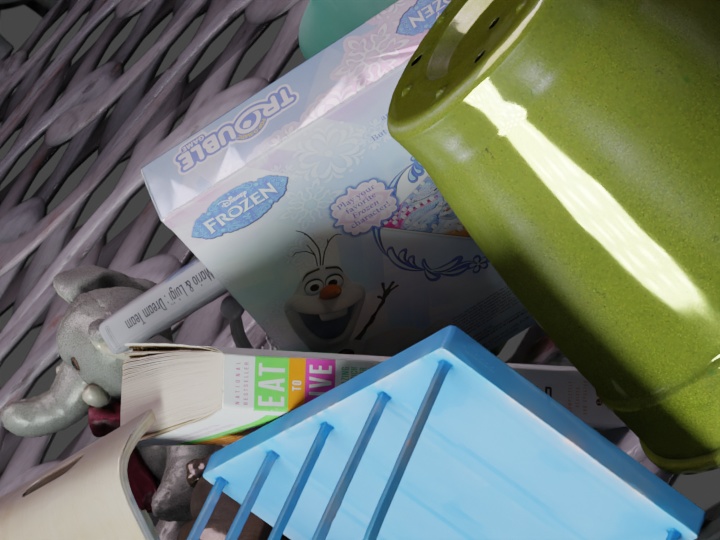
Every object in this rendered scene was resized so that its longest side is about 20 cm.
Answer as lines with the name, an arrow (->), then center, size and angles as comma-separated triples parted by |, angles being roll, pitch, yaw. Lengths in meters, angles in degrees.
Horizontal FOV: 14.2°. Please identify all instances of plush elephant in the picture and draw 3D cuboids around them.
plush elephant -> -0.138, 0.081, 1.755 | 0.200, 0.155, 0.165 | -51, 15, 1

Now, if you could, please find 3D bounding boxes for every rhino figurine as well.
rhino figurine -> -0.075, 0.155, 1.584 | 0.087, 0.060, 0.200 | -43, 18, 35

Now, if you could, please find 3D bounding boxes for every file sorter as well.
file sorter -> 0.016, 0.136, 1.216 | 0.200, 0.139, 0.123 | -30, 28, 53

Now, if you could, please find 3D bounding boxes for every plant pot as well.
plant pot -> 0.122, -0.051, 1.237 | 0.200, 0.193, 0.200 | -46, 16, 17

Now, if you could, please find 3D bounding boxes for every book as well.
book -> 0.005, 0.059, 1.340 | 0.134, 0.199, 0.048 | 170, 102, -65

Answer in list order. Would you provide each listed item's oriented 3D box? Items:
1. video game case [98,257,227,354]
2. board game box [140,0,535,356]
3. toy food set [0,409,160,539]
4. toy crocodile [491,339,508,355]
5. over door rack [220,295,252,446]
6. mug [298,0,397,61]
video game case -> -0.023, -0.030, 1.563 | 0.200, 0.024, 0.182 | -30, -1, -45
board game box -> 0.031, -0.035, 1.379 | 0.200, 0.199, 0.043 | -32, 47, 8
toy food set -> -0.096, 0.178, 1.340 | 0.060, 0.200, 0.143 | -25, -3, -45
toy crocodile -> 0.057, 0.026, 1.495 | 0.200, 0.067, 0.062 | -51, -18, 2
over door rack -> 0.000, 0.000, 1.580 | 0.148, 0.067, 0.200 | -32, -14, -48
mug -> 0.053, -0.133, 1.662 | 0.152, 0.115, 0.185 | -38, -20, 4
